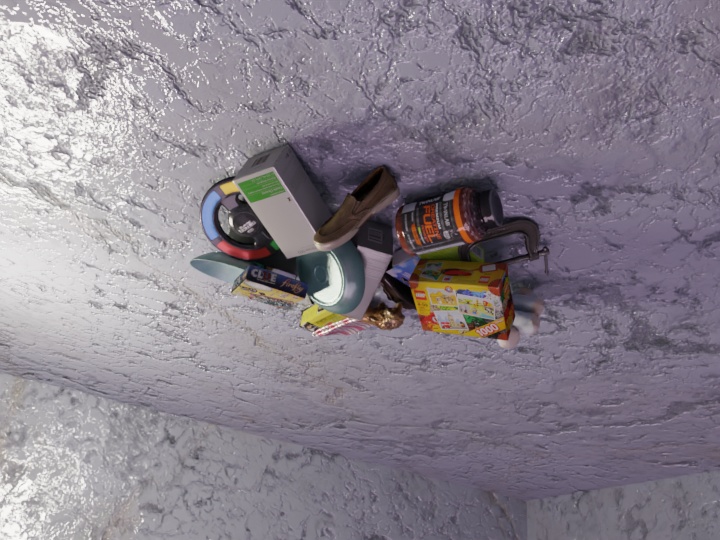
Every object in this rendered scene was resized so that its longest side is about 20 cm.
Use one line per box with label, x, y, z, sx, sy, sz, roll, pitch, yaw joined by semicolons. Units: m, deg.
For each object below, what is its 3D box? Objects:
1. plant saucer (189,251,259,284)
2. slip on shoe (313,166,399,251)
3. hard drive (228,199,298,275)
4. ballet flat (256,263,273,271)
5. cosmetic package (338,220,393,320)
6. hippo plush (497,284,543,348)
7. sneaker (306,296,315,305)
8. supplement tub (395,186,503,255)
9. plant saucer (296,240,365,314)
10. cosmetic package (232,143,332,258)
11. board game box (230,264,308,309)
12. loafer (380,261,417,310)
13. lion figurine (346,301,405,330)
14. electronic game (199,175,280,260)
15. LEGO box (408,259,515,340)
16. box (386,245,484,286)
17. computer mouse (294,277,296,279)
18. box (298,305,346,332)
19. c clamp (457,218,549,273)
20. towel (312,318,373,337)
plant saucer;-0.297;-0.006;1.328;0.197;0.039;0.201;13;165;3
slip on shoe;-0.014;-0.118;1.074;0.199;0.076;0.061;-36;130;-7
hard drive;-0.199;-0.070;1.282;0.197;0.033;0.141;18;129;-13
ballet flat;-0.246;-0.002;1.425;0.065;0.071;0.201;-21;159;-32
cosmetic package;0.000;0.000;1.256;0.089;0.108;0.202;14;130;-9
hippo plush;0.326;0.060;1.333;0.162;0.159;0.200;55;172;-29
sneaker;-0.048;0.022;1.412;0.198;0.076;0.081;-25;168;31
supplement tub;0.173;-0.099;1.105;0.197;0.109;0.107;-14;143;32
plant saucer;-0.075;0.003;1.213;0.036;0.203;0.199;-23;178;-45
cosmetic package;-0.142;-0.131;1.110;0.106;0.085;0.201;-13;126;30
board game box;-0.207;0.041;1.272;0.134;0.035;0.200;19;163;-18
loafer;0.082;0.048;1.401;0.070;0.074;0.200;-10;144;27
lion figurine;0.012;0.104;1.407;0.196;0.074;0.123;4;-173;3
electronic game;-0.241;-0.107;1.203;0.196;0.042;0.203;-1;125;-1
LEGO box;0.220;0.061;1.217;0.197;0.078;0.151;3;131;31
box;0.166;-0.023;1.287;0.121;0.048;0.199;30;142;-31
computer mouse;-0.154;0.002;1.408;0.058;0.034;0.201;13;140;-8
box;-0.092;0.122;1.594;0.075;0.051;0.199;26;145;-27
c clamp;0.307;-0.032;1.205;0.196;0.027;0.172;-11;133;4
towel;-0.021;0.155;1.581;0.198;0.030;0.145;-24;161;34
